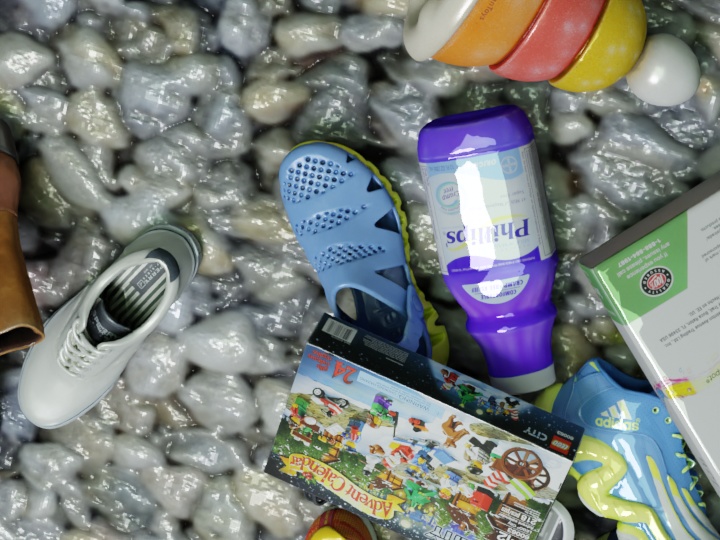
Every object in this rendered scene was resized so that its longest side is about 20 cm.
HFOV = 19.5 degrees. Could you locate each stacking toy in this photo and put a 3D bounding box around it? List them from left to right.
[{"bbox_3d":[0.141,-0.166,1.419,0.200,0.146,0.146,29,110,-13],"label":"stacking toy"}]

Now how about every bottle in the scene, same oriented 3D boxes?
[{"bbox_3d":[0.097,-0.013,1.484,0.083,0.065,0.201,-8,102,15],"label":"bottle"}]

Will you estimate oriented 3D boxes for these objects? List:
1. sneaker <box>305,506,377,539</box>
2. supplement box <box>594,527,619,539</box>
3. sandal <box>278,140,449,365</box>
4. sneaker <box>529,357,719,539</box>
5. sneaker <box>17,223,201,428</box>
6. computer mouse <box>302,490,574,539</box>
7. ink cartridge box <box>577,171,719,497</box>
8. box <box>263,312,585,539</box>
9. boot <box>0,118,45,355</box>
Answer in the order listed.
[{"bbox_3d":[-0.003,0.279,1.580,0.073,0.077,0.201,-18,100,16],"label":"sneaker"},{"bbox_3d":[0.161,0.326,1.517,0.199,0.134,0.200,-33,94,20],"label":"supplement box"},{"bbox_3d":[0.000,0.000,1.503,0.079,0.087,0.200,-26,95,21],"label":"sandal"},{"bbox_3d":[0.211,0.141,1.489,0.200,0.076,0.105,39,109,3],"label":"sneaker"},{"bbox_3d":[-0.199,0.044,1.572,0.073,0.071,0.200,40,110,2],"label":"sneaker"},{"bbox_3d":[0.064,0.161,1.547,0.199,0.044,0.110,25,112,6],"label":"computer mouse"},{"bbox_3d":[0.262,0.043,1.426,0.145,0.084,0.200,-31,94,1],"label":"ink cartridge box"},{"bbox_3d":[0.042,0.127,1.474,0.199,0.038,0.137,24,130,5],"label":"box"},{"bbox_3d":[-0.323,0.004,1.545,0.188,0.069,0.201,-18,58,9],"label":"boot"}]
